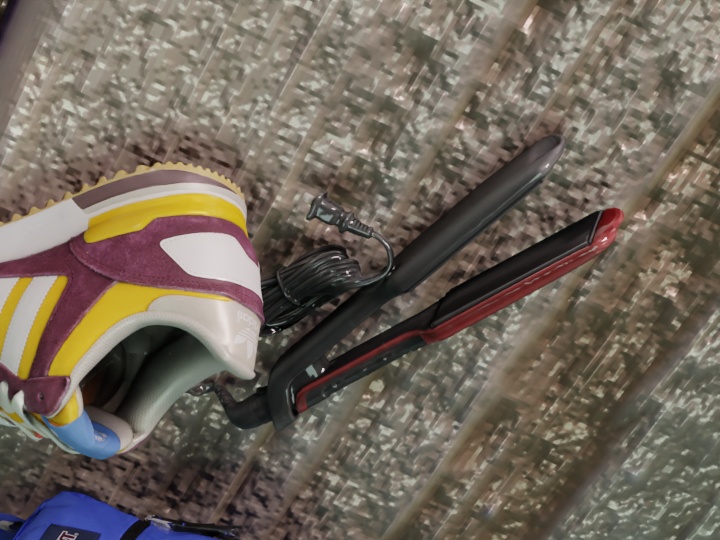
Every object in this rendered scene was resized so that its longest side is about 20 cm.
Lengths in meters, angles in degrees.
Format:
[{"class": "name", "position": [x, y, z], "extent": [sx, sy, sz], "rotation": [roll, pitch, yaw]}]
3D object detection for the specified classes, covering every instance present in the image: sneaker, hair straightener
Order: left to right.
[{"class": "sneaker", "position": [-0.127, 0.035, 0.724], "extent": [0.200, 0.090, 0.075], "rotation": [-26, 145, 23]}, {"class": "hair straightener", "position": [0.000, 0.000, 0.736], "extent": [0.200, 0.041, 0.077], "rotation": [-30, 103, 31]}]

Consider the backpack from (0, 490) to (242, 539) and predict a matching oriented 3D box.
[{"class": "backpack", "position": [-0.121, 0.179, 0.804], "extent": [0.199, 0.163, 0.168], "rotation": [14, 122, 11]}]
